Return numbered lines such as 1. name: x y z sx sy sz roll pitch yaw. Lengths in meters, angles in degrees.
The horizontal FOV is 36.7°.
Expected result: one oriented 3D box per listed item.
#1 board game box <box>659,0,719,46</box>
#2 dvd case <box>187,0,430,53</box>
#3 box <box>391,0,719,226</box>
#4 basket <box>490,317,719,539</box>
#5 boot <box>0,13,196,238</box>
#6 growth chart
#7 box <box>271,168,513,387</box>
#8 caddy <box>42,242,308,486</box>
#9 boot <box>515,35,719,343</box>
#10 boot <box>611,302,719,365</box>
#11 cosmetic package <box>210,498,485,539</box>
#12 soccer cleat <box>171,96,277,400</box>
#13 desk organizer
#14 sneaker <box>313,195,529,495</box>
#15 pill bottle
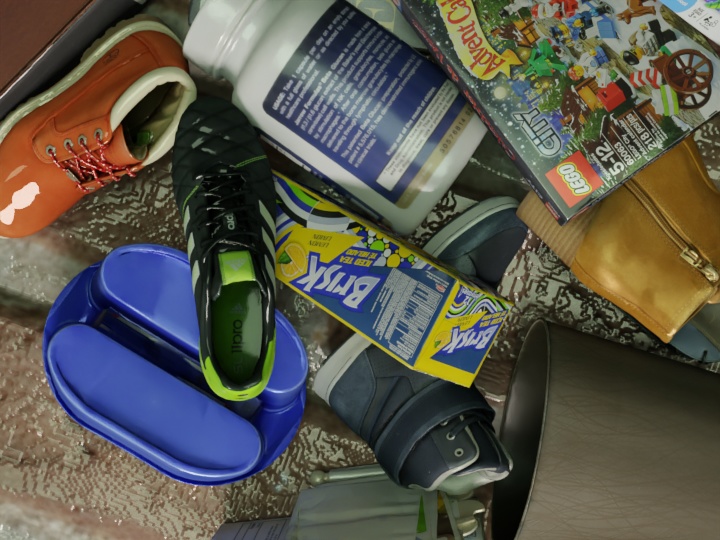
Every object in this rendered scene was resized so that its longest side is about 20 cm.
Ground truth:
1. board game box: 0.293 -0.170 0.656 0.200 0.134 0.045 25 51 -28
2. dvd case: -0.021 -0.242 0.792 0.200 0.016 0.149 7 94 4
3. box: 0.125 -0.148 0.690 0.137 0.038 0.200 -36 83 0
4. basket: 0.205 0.129 0.741 0.200 0.136 0.180 8 119 -1
5. boot: -0.195 -0.086 0.762 0.200 0.107 0.075 -45 130 7
6. growth chart: 0.011 0.175 0.732 0.145 0.200 0.018 -4 107 13
7. box: 0.000 0.000 0.727 0.200 0.070 0.064 33 97 40
8. caddy: -0.130 0.067 0.777 0.200 0.105 0.141 32 74 -5
9. boot: 0.216 -0.058 0.730 0.144 0.071 0.201 39 77 14
10. boot: 0.267 0.047 0.761 0.097 0.075 0.200 -44 78 4
11. cosmetic package: -0.007 0.227 0.777 0.200 0.103 0.087 -6 96 6
12. soccer cleat: -0.081 -0.016 0.695 0.067 0.081 0.200 -6 88 -11
13. desk organizer: -0.214 -0.199 0.775 0.200 0.072 0.077 -42 87 10
14. sneaker: 0.075 0.060 0.744 0.202 0.077 0.146 -51 53 13
15. pill bottle: -0.017 -0.123 0.746 0.200 0.111 0.111 35 95 -3
